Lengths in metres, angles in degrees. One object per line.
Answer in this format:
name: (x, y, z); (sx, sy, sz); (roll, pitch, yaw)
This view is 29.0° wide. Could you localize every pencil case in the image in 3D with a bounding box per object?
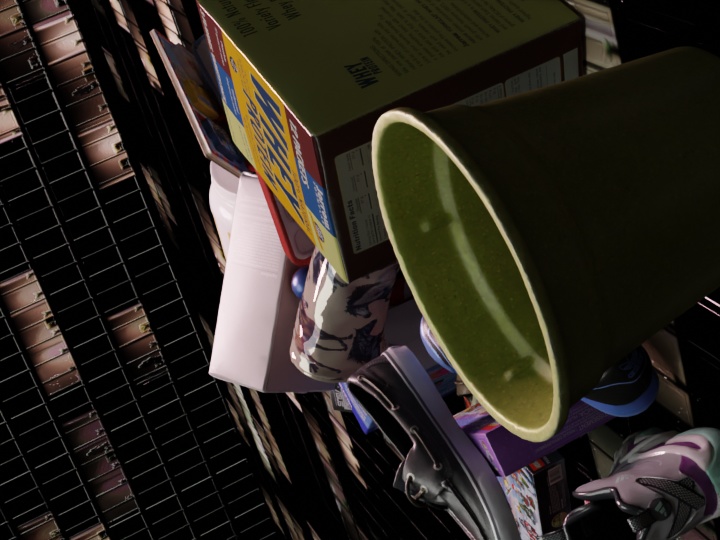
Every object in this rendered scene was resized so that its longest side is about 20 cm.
pencil case: (0.000, 0.000, 1.214); (0.078, 0.089, 0.201); (54, 137, 48)

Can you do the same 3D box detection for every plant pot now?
plant pot: (0.133, -0.034, 0.794); (0.201, 0.184, 0.201); (57, 164, 26)

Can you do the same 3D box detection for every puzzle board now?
puzzle board: (-0.130, -0.148, 1.393); (0.151, 0.017, 0.200); (65, -167, 22)

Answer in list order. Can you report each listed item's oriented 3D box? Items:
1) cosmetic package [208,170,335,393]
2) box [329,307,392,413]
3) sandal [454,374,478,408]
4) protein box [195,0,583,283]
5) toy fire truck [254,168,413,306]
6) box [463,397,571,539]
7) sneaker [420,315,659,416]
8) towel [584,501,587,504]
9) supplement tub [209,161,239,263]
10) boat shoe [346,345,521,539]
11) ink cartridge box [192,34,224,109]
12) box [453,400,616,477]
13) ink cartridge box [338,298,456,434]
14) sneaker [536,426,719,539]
cosmetic package: (-0.070, 0.014, 1.346); (0.090, 0.107, 0.201); (16, 95, 39)
box: (-0.003, 0.035, 1.514); (0.200, 0.048, 0.159); (82, -162, -49)
sandal: (0.123, 0.095, 1.281); (0.057, 0.080, 0.201); (52, 150, 34)
protein box: (0.022, -0.132, 0.994); (0.199, 0.200, 0.135); (51, 161, 43)
toy fire truck: (0.000, -0.052, 1.281); (0.112, 0.168, 0.200); (44, 155, 55)
box: (0.165, 0.223, 1.419); (0.137, 0.040, 0.200); (50, 160, 48)
sneaker: (0.123, 0.049, 1.035); (0.199, 0.070, 0.078); (13, 155, 33)
towel: (0.250, 0.304, 1.285); (0.145, 0.022, 0.200); (54, 161, 44)
supplement tub: (-0.104, -0.061, 1.694); (0.144, 0.144, 0.200); (53, 162, 40)
boat shoe: (0.052, 0.148, 1.079); (0.200, 0.066, 0.070); (59, 165, 25)
ink cartridge box: (-0.073, -0.168, 1.412); (0.137, 0.076, 0.200); (62, -165, 16)
box: (0.137, 0.120, 1.142); (0.039, 0.137, 0.200); (64, 167, 1)
ink cartridge box: (0.053, 0.091, 1.396); (0.077, 0.136, 0.200); (63, 166, 14)
sneaker: (0.189, 0.175, 1.035); (0.078, 0.140, 0.200); (62, 165, 10)
